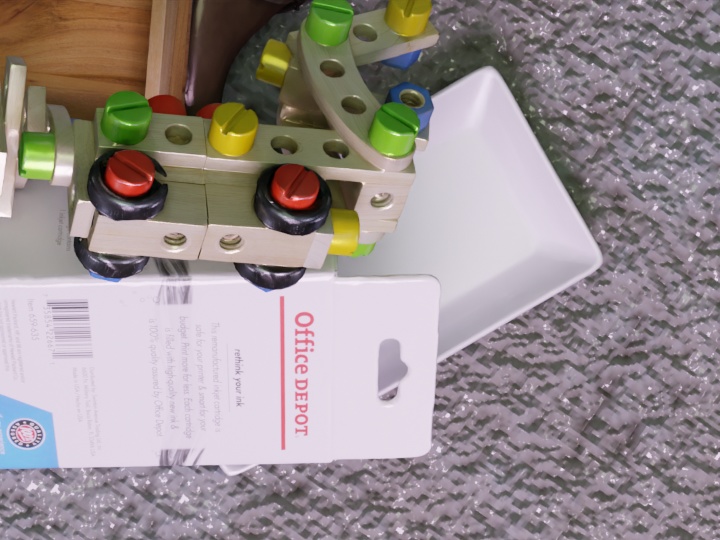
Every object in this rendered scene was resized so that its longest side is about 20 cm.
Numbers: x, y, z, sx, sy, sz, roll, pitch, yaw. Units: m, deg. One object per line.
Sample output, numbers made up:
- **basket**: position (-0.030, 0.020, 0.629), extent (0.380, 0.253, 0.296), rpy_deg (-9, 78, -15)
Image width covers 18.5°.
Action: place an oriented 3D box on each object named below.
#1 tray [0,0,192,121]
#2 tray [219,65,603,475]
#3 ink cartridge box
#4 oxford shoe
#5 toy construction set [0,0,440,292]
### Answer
- **tray**: position (-0.173, -0.103, 0.955), extent (0.200, 0.037, 0.099), rpy_deg (9, 104, 14)
- **tray**: position (0.000, 0.000, 1.013), extent (0.200, 0.022, 0.107), rpy_deg (-30, 93, -3)
- **ink cartridge box**: position (-0.069, 0.022, 0.937), extent (0.200, 0.067, 0.116), rpy_deg (-1, 134, -3)
- **oxford shoe**: position (-0.044, -0.136, 0.984), extent (0.084, 0.073, 0.200), rpy_deg (17, 91, -8)
- **toy construction set**: position (-0.061, -0.053, 0.864), extent (0.200, 0.092, 0.131), rpy_deg (-5, 51, -4)
